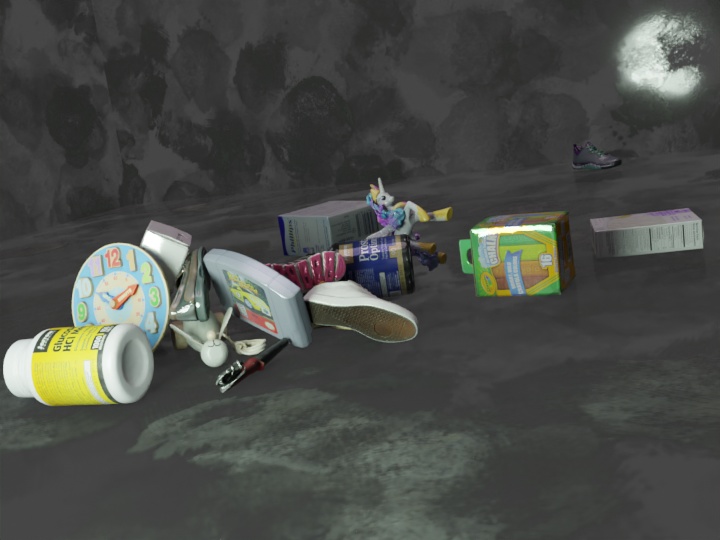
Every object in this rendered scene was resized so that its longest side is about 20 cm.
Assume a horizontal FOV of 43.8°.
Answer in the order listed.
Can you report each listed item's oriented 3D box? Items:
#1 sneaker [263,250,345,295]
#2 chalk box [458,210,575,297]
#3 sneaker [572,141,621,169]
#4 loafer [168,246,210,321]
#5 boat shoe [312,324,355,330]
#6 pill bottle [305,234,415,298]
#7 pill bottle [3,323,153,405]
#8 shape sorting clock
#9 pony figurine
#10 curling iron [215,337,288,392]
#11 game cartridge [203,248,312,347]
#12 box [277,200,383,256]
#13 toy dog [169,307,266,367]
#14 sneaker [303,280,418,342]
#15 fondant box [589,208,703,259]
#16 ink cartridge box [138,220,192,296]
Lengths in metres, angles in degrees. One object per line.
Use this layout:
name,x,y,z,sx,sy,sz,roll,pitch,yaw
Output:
sneaker,-0.124,0.018,1.574,0.197,0.075,0.087,-17,-4,-11
chalk box,0.266,-0.028,1.583,0.197,0.127,0.124,-4,12,26
sneaker,0.784,-0.386,3.001,0.074,0.089,0.199,-16,14,-34
loafer,-0.280,0.019,1.464,0.062,0.073,0.201,-9,28,-4
boat shoe,-0.057,0.061,1.533,0.197,0.066,0.071,-1,14,37
pill bottle,0.000,0.000,1.669,0.196,0.114,0.112,-8,11,4
pill bottle,-0.412,0.138,1.304,0.196,0.115,0.112,-5,12,18
shape sorting clock,-0.397,0.056,1.475,0.197,0.204,0.039,-3,-6,24
pony figurine,0.089,-0.077,1.866,0.198,0.196,0.165,25,33,35
curling iron,-0.152,0.136,1.330,0.050,0.026,0.200,-44,-8,23
game cartridge,-0.167,0.038,1.438,0.198,0.135,0.041,22,49,33
box,-0.074,-0.105,2.241,0.182,0.107,0.198,-19,16,-40
toy dog,-0.254,0.089,1.467,0.131,0.098,0.198,-18,15,-38
sneaker,0.007,0.051,1.407,0.197,0.074,0.085,13,40,20
fondant box,0.554,-0.073,1.752,0.196,0.059,0.144,-5,12,11
ink cartridge box,-0.369,0.025,1.572,0.084,0.203,0.146,23,5,-13
